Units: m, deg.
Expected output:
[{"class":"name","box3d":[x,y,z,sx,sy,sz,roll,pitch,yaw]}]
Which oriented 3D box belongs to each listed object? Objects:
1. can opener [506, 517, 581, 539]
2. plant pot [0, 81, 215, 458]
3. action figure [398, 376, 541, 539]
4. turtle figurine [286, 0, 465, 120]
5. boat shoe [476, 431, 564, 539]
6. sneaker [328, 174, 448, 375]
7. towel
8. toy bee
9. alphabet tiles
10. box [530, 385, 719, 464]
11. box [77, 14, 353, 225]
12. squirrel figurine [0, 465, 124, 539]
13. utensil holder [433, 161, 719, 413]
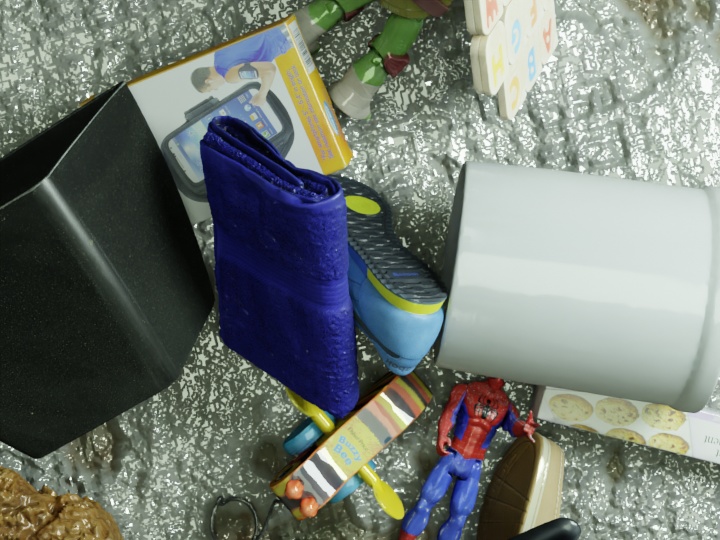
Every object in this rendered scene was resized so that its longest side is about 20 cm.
[{"class":"can opener","box3d":[0.086,0.243,1.210,0.079,0.063,0.200,37,116,-25]},{"class":"plant pot","box3d":[-0.218,0.011,1.163,0.200,0.200,0.177,-30,108,21]},{"class":"action figure","box3d":[0.078,0.160,1.241,0.065,0.099,0.200,22,89,-4]},{"class":"turtle figurine","box3d":[0.044,-0.219,1.233,0.194,0.200,0.144,-40,122,22]},{"class":"boat shoe","box3d":[0.132,0.227,1.262,0.069,0.074,0.200,13,92,-22]},{"class":"sneaker","box3d":[0.000,0.000,1.202,0.066,0.200,0.079,0,124,-27]},{"class":"towel","box3d":[-0.062,0.001,1.170,0.050,0.148,0.200,-27,131,-27]},{"class":"toy bee","box3d":[-0.022,0.155,1.230,0.131,0.109,0.200,29,91,-5]},{"class":"alphabet tiles","box3d":[0.119,-0.218,1.177,0.015,0.200,0.196,9,131,23]},{"class":"box","box3d":[0.235,0.119,1.271,0.200,0.039,0.041,15,93,-3]},{"class":"box","box3d":[-0.120,-0.101,1.222,0.200,0.041,0.119,-21,104,12]},{"class":"squirrel figurine","box3d":[-0.283,0.251,1.229,0.186,0.142,0.200,4,78,8]},{"class":"utensil holder","box3d":[0.164,0.008,1.203,0.200,0.170,0.170,8,92,1]}]
